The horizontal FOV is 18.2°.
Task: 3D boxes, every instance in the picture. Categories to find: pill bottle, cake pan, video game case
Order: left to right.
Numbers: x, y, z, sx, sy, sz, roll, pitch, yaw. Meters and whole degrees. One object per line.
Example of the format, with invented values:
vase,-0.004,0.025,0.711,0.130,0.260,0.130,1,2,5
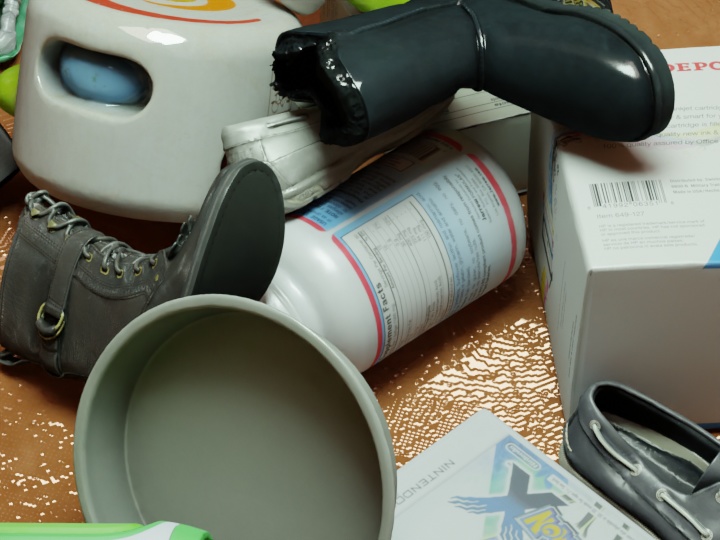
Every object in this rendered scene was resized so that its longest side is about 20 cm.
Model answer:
cake pan,-0.065,0.109,1.226,0.199,0.202,0.037,23,19,20
pill bottle,0.000,0.000,1.388,0.199,0.109,0.109,-31,53,-29
video game case,0.077,0.181,1.266,0.182,0.022,0.200,-33,54,-31

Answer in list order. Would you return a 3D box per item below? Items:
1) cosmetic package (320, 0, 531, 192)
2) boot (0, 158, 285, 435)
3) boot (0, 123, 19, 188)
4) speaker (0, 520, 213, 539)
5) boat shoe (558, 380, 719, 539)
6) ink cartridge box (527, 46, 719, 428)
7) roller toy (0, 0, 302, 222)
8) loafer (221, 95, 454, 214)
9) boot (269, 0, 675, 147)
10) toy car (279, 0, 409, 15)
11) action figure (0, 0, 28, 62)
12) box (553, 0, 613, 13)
cosmetic package,0.052,-0.137,1.558,0.103,0.073,0.201,-13,46,-15
boot,-0.143,-0.003,1.323,0.174,0.201,0.069,33,19,34
boot,-0.334,-0.101,1.437,0.200,0.068,0.188,49,52,-4
speaker,-0.179,0.176,1.202,0.198,0.089,0.089,-1,43,9
boat shoe,0.202,0.131,1.291,0.199,0.063,0.073,31,48,24
ink cartridge box,0.189,-0.022,1.391,0.146,0.145,0.201,-3,44,-4
roller toy,-0.127,-0.121,1.447,0.198,0.141,0.182,3,19,-19
loafer,-0.010,-0.100,1.401,0.070,0.070,0.200,-18,13,44
boot,0.061,-0.108,1.315,0.167,0.077,0.200,-25,41,-30
toy car,0.026,-0.244,1.479,0.174,0.150,0.201,17,36,-26
action figure,-0.280,-0.207,1.635,0.117,0.055,0.201,0,48,-6
box,0.140,-0.182,1.516,0.049,0.201,0.199,-16,45,3
